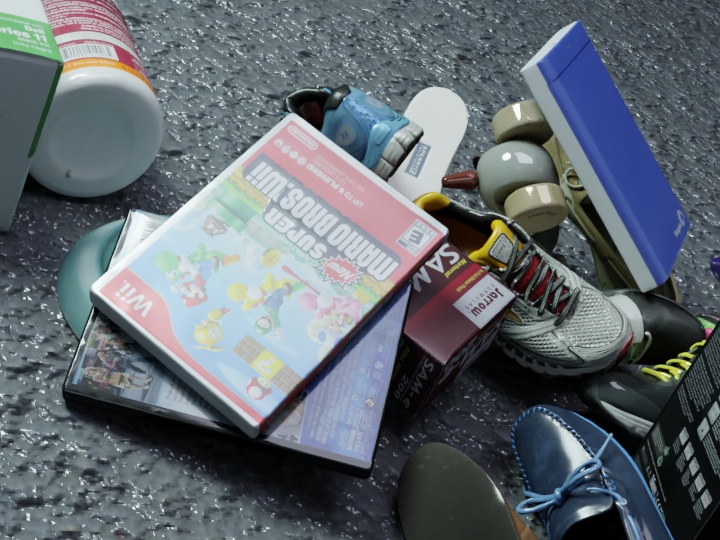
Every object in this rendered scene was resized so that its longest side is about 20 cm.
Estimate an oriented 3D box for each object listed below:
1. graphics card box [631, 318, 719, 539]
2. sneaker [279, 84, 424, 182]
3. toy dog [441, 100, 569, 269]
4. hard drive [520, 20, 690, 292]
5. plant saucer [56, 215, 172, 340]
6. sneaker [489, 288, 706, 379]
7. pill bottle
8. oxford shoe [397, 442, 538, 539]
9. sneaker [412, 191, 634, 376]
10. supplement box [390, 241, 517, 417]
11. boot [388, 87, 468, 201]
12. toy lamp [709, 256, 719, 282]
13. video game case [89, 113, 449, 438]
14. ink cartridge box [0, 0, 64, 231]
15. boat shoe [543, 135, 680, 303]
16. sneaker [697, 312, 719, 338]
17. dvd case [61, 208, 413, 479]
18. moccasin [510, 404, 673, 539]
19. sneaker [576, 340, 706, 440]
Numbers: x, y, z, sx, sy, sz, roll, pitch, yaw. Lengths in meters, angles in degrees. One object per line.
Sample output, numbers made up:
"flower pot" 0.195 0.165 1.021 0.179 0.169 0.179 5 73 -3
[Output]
"graphics card box" 0.252 0.115 0.932 0.050 0.201 0.126 17 31 -14
"sneaker" -0.024 -0.113 1.086 0.090 0.200 0.079 42 73 -15
"toy dog" 0.119 -0.052 1.142 0.095 0.201 0.133 -8 48 5
"hard drive" 0.204 -0.097 1.122 0.201 0.025 0.132 59 31 -10
"plant saucer" -0.112 0.021 0.962 0.198 0.028 0.201 19 32 -12
"sneaker" 0.179 0.058 1.092 0.198 0.075 0.089 11 40 -4
"pill bottle" -0.224 -0.157 1.056 0.109 0.110 0.201 6 37 -30
"oxford shoe" 0.089 0.190 0.849 0.071 0.071 0.200 35 13 -52
"sneaker" 0.110 0.010 1.021 0.199 0.082 0.078 28 68 13
"supplement box" 0.000 0.000 0.981 0.199 0.061 0.109 38 42 13
"boot" 0.028 -0.055 1.146 0.072 0.090 0.201 31 60 1
"toy lamp" 0.284 0.091 1.012 0.058 0.202 0.058 -4 6 0
"video game case" -0.056 -0.004 0.892 0.143 0.018 0.200 37 60 14
"ink cartridge box" -0.283 -0.148 0.964 0.082 0.147 0.201 6 38 -31
"boat shoe" 0.217 -0.050 1.186 0.073 0.063 0.202 -23 94 -16
"sneaker" 0.357 0.096 1.158 0.200 0.077 0.084 41 38 19
"dvd case" -0.074 0.044 0.880 0.198 0.018 0.144 15 57 0
"moccasin" 0.158 0.163 0.901 0.068 0.081 0.200 11 32 -45
"sneaker" 0.253 0.089 1.068 0.198 0.085 0.074 13 10 -31
